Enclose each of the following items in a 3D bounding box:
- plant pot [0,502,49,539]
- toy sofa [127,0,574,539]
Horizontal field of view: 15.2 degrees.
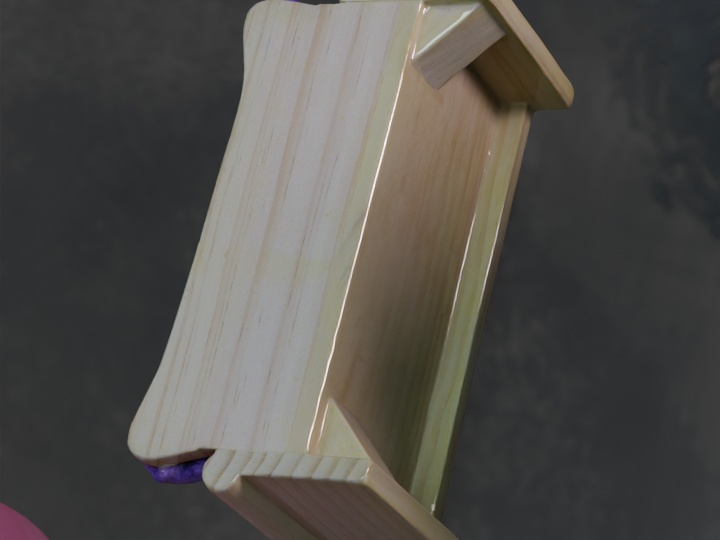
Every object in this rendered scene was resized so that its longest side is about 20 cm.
[{"bbox_3d":[-0.135,0.172,0.854,0.200,0.200,0.179,-34,40,4],"label":"plant pot"},{"bbox_3d":[0.000,0.000,0.940,0.097,0.083,0.201,0,64,30],"label":"toy sofa"}]
